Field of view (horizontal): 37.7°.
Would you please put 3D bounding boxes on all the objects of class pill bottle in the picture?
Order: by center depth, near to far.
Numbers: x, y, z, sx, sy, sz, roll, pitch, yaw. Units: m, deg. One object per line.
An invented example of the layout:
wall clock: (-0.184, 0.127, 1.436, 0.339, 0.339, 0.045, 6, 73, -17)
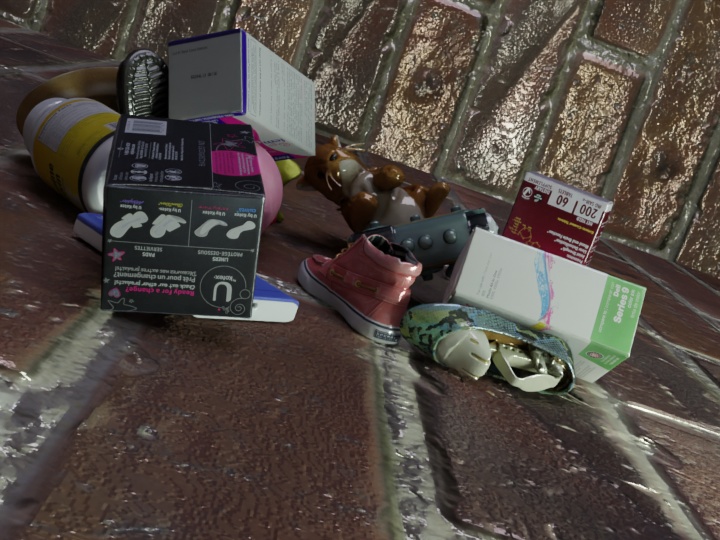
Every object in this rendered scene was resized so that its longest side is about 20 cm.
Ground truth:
pill bottle: (-0.296, -0.126, 1.169, 0.112, 0.113, 0.200, 9, 15, -44)

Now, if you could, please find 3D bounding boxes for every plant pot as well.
plant pot: (-0.325, -0.183, 1.314, 0.199, 0.200, 0.028, 10, 57, -43)

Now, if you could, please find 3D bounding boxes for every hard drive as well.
hard drive: (-0.171, -0.004, 1.028, 0.199, 0.026, 0.131, 29, 14, 38)

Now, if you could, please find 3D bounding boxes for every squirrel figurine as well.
squirrel figurine: (0.003, -0.097, 1.466, 0.186, 0.142, 0.200, 33, -6, 0)

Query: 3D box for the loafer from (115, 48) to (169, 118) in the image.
loafer: (-0.258, -0.164, 1.255, 0.073, 0.201, 0.071, -22, 29, -36)

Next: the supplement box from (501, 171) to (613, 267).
supplement box: (0.219, -0.009, 1.286, 0.108, 0.201, 0.061, 23, 13, 16)

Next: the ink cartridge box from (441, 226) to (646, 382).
ink cartridge box: (0.195, 0.041, 1.173, 0.199, 0.088, 0.145, 18, -17, 2)

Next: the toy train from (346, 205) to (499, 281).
toy train: (0.074, -0.030, 1.288, 0.198, 0.086, 0.114, -11, -1, 3)

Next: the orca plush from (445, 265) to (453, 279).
orca plush: (0.224, 0.002, 1.583, 0.199, 0.072, 0.105, 18, 11, -13)

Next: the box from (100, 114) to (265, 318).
box: (-0.158, -0.052, 0.929, 0.131, 0.116, 0.200, 3, 23, -11)

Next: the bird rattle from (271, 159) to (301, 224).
bird rattle: (-0.171, -0.106, 1.439, 0.162, 0.113, 0.200, 11, 22, 14)

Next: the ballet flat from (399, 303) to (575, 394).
ballet flat: (0.136, 0.084, 1.067, 0.199, 0.075, 0.074, 12, 13, -19)

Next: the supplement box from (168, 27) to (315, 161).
supplement box: (-0.139, -0.205, 1.280, 0.100, 0.104, 0.200, -5, -9, 22)

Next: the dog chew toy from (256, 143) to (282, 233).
dog chew toy: (-0.153, -0.079, 1.198, 0.124, 0.125, 0.200, 19, 19, -7)

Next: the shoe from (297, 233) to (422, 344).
shoe: (0.000, 0.000, 1.141, 0.071, 0.092, 0.200, 13, 13, -31)
